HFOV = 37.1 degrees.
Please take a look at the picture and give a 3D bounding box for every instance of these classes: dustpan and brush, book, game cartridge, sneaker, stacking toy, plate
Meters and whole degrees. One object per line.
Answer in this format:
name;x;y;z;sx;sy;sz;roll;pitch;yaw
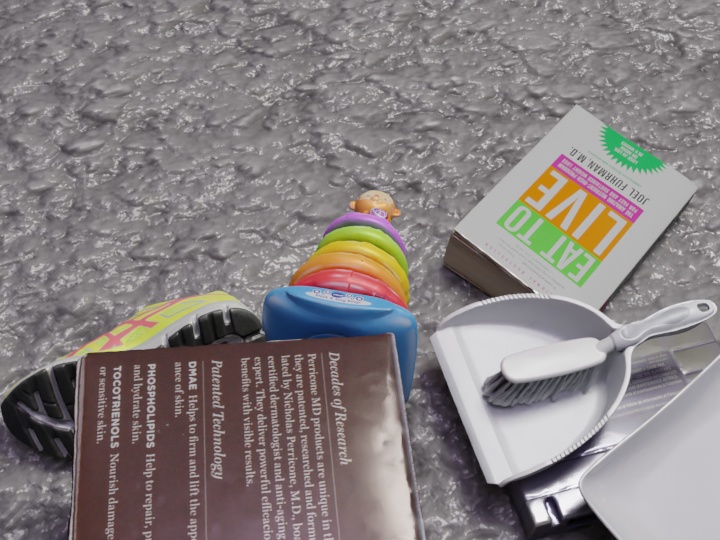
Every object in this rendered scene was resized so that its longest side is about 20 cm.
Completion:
dustpan and brush;0.165;0.062;0.781;0.197;0.058;0.141;-13;56;-12
book;0.181;-0.042;0.912;0.133;0.048;0.200;36;58;16
game cartridge;0.194;0.114;0.802;0.197;0.039;0.131;-12;51;-11
sneaker;-0.167;0.072;0.795;0.197;0.079;0.090;-20;23;-6
stacking toy;0.000;0.000;0.843;0.114;0.111;0.201;9;43;7
plate;0.276;0.169;0.740;0.198;0.032;0.201;-35;76;-20

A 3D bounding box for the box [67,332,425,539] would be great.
box;-0.070;0.157;0.671;0.196;0.167;0.166;-4;53;-6
